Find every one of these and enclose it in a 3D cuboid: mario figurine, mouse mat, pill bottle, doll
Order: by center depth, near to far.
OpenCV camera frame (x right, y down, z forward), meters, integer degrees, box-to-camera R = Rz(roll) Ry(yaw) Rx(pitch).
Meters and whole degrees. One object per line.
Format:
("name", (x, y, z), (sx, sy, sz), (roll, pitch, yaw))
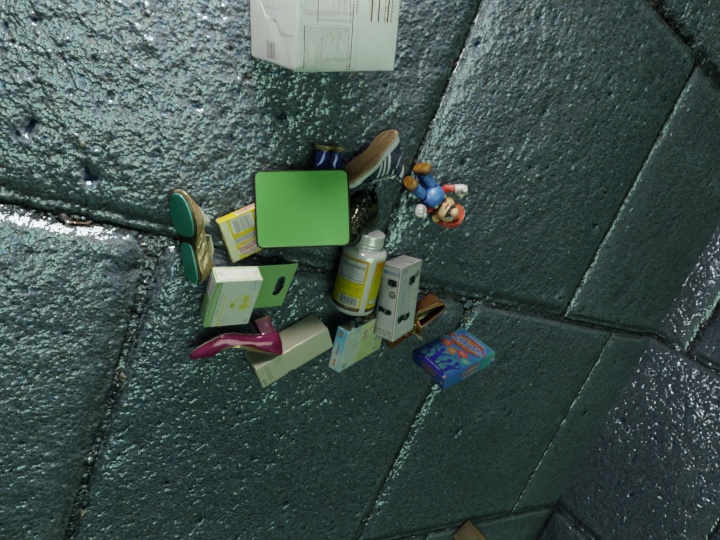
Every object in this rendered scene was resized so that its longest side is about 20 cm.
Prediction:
("mouse mat", (-0.120, -0.128, 1.091), (0.198, 0.008, 0.163), (-2, 94, -6))
("doll", (-0.074, -0.170, 1.151), (0.136, 0.048, 0.202), (-8, 114, -46))
("pill bottle", (0.000, 0.000, 1.275), (0.108, 0.109, 0.202), (-2, 116, -35))
("mario figurine", (0.202, -0.177, 1.319), (0.123, 0.107, 0.200), (-30, 130, 28))

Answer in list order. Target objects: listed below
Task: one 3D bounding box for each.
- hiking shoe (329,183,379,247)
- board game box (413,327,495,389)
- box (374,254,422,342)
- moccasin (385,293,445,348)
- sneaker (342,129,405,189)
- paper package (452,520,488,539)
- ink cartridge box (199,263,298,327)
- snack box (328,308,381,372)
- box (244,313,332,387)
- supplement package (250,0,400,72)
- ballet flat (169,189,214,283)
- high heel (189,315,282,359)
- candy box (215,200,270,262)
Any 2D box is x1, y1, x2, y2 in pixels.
("hiking shoe", (-0.017, -0.126, 1.178), (0.200, 0.075, 0.102), (-48, 147, -52))
("board game box", (0.282, 0.261, 1.597), (0.199, 0.152, 0.045), (-21, 125, -25))
("box", (0.099, 0.071, 1.379), (0.116, 0.060, 0.202), (-23, 123, -53))
("moccasin", (0.155, 0.150, 1.492), (0.200, 0.078, 0.074), (-33, 130, -16))
("sneaker", (0.036, -0.216, 1.179), (0.200, 0.070, 0.109), (-51, 139, -31))
("paper package", (0.519, 1.205, 2.270), (0.103, 0.200, 0.191), (-43, 131, -7))
("ink cartridge box", (-0.237, 0.053, 1.149), (0.198, 0.048, 0.146), (-2, 137, -33))
("snack box", (-0.001, 0.176, 1.375), (0.199, 0.037, 0.117), (-19, 128, -55))
("box", (-0.173, 0.191, 1.280), (0.199, 0.082, 0.069), (-27, 128, -19))
("supplement package", (-0.066, -0.438, 0.924), (0.198, 0.191, 0.148), (-12, 123, -29))
("ballet flat", (-0.327, -0.072, 1.043), (0.065, 0.070, 0.202), (-40, 141, -48))
("high heel", (-0.274, 0.180, 1.180), (0.198, 0.067, 0.097), (-22, 89, -17))
("candy box", (-0.201, -0.103, 1.128), (0.199, 0.026, 0.103), (-28, 132, -21))
